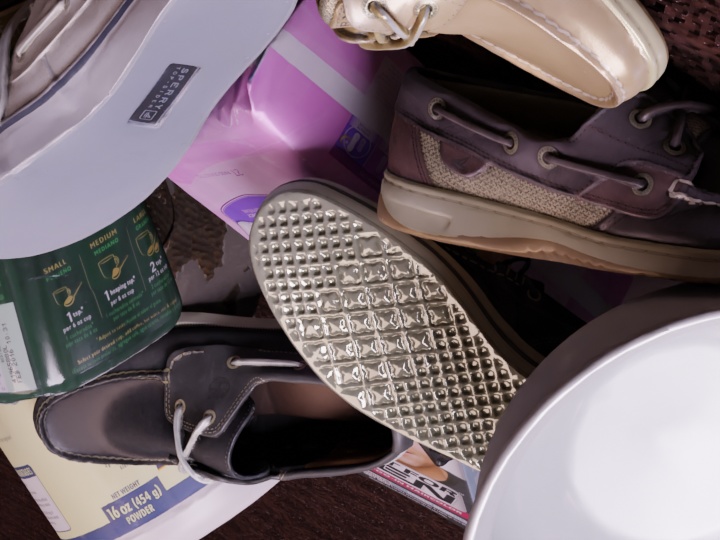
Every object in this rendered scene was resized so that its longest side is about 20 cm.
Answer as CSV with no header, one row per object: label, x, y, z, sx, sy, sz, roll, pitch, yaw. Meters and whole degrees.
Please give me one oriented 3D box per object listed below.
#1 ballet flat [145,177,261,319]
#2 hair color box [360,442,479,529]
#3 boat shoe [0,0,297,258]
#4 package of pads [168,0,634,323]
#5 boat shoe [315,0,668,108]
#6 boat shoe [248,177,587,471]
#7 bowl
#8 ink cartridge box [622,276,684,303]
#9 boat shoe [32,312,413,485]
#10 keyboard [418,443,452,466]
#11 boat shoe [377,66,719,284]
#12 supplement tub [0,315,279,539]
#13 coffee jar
ballet flat,-0.079,-0.034,1.182,0.067,0.047,0.201,-8,138,-8
hair color box,0.027,0.064,1.355,0.099,0.061,0.200,26,162,18
boat shoe,-0.102,-0.088,1.000,0.074,0.087,0.202,5,144,-36
package of pads,0.006,-0.033,1.073,0.200,0.076,0.120,38,162,-26
boat shoe,0.008,-0.104,0.876,0.199,0.065,0.072,32,164,-4
boat shoe,0.043,0.030,1.009,0.199,0.075,0.062,34,-152,-9
bowl,0.124,0.078,0.935,0.201,0.201,0.091,39,-164,-27
ink cartridge box,0.166,0.081,1.141,0.200,0.067,0.116,40,160,-29
boat shoe,-0.063,0.063,1.190,0.199,0.068,0.072,-4,124,19
keyboard,0.000,0.000,1.209,0.104,0.040,0.200,-23,108,50
boat shoe,0.095,-0.037,0.917,0.199,0.065,0.072,7,-162,31
supplement tub,-0.129,0.036,1.314,0.201,0.145,0.145,57,159,-7
coffee jar,-0.150,-0.053,1.103,0.085,0.104,0.201,2,114,42
